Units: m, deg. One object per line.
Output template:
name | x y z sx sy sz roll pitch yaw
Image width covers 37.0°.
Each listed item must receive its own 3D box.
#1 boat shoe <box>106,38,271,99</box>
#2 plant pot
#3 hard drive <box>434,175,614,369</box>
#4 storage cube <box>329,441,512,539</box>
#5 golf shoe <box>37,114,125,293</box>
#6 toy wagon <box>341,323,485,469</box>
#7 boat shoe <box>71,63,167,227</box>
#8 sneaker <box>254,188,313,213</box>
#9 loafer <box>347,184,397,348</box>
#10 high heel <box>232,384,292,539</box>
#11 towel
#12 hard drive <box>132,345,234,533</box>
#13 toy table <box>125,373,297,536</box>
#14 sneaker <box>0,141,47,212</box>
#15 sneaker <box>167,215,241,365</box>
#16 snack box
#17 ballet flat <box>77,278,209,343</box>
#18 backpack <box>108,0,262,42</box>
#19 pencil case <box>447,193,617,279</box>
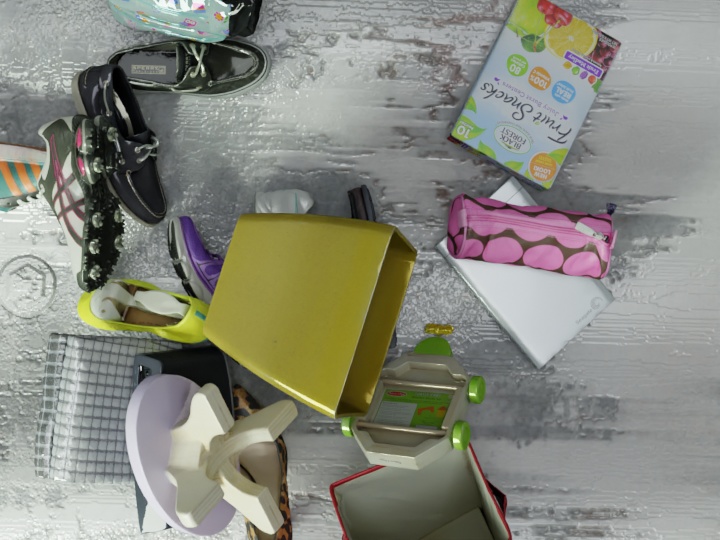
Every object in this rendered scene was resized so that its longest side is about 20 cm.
boat shoe | -0.207 -0.245 1.303 0.196 0.064 0.072 -5 91 -2
plant pot | -0.058 0.035 1.185 0.174 0.200 0.203 18 87 12
hard drive | 0.204 0.003 1.341 0.132 0.027 0.201 -41 92 -2
storage cube | 0.084 0.332 1.234 0.197 0.172 0.182 -20 127 -3
golf shoe | -0.324 -0.077 1.242 0.087 0.077 0.204 3 96 19
toy wagon | 0.072 0.147 1.284 0.153 0.201 0.040 2 133 26
boat shoe | -0.273 -0.148 1.277 0.062 0.073 0.203 -15 106 27
sneaker | -0.077 -0.002 1.308 0.079 0.070 0.204 -10 90 -5
loafer | 0.000 0.000 1.313 0.062 0.072 0.204 -10 94 2
high heel | -0.121 0.237 1.271 0.070 0.143 0.204 -15 91 -3
towel | -0.278 0.160 1.252 0.085 0.198 0.169 0 82 41
hard drive | -0.201 0.193 1.246 0.042 0.134 0.204 -1 91 40
toy table | -0.160 0.205 1.173 0.201 0.116 0.185 57 50 -30
sneaker | -0.398 -0.108 1.298 0.196 0.071 0.081 8 98 0
sneaker | -0.168 0.017 1.313 0.083 0.080 0.202 -34 101 -15
snack box | 0.214 -0.220 1.327 0.141 0.053 0.202 28 90 -1
ballet flat | -0.262 0.039 1.266 0.197 0.067 0.068 10 71 23
backpack | -0.210 -0.349 1.261 0.196 0.127 0.169 9 52 -3
pencil case | 0.202 -0.044 1.282 0.196 0.094 0.093 6 90 -1
